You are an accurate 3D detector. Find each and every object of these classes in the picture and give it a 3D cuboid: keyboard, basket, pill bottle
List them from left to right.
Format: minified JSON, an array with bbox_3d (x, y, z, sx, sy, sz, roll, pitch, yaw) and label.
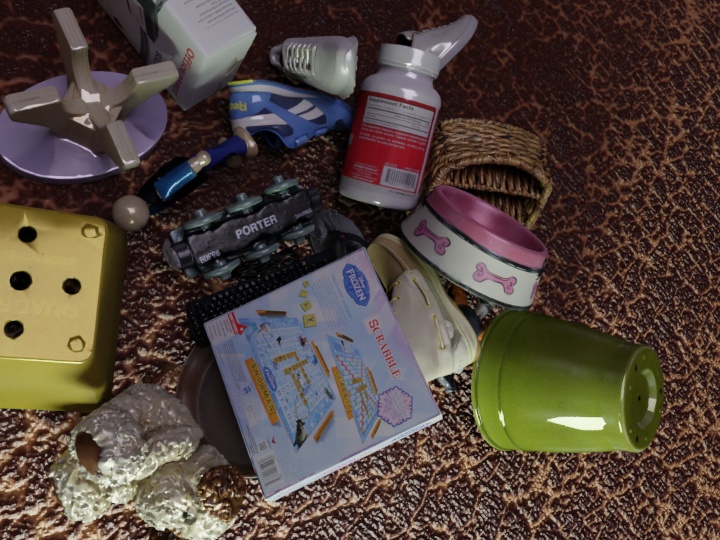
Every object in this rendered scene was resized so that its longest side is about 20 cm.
[{"bbox_3d":[-0.117,0.015,0.805,0.198,0.040,0.104,-21,44,-15],"label":"keyboard"},{"bbox_3d":[0.044,-0.189,0.891,0.111,0.112,0.203,9,100,-24],"label":"pill bottle"},{"bbox_3d":[0.176,-0.118,0.963,0.197,0.142,0.151,6,73,-24],"label":"basket"}]

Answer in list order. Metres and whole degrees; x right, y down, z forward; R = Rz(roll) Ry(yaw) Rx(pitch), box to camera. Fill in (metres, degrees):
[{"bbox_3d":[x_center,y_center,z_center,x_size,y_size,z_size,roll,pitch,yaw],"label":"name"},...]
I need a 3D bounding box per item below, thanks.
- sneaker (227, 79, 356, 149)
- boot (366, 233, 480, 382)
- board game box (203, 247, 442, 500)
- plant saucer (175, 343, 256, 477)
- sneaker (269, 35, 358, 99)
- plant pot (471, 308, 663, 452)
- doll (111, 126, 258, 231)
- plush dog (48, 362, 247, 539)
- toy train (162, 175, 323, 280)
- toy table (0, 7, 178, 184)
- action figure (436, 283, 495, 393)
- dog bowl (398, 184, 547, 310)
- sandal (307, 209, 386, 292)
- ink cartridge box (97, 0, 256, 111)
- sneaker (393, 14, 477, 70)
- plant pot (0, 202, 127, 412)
[{"bbox_3d":[-0.088,-0.200,0.895,0.198,0.074,0.084,2,95,-33],"label":"sneaker"},{"bbox_3d":[0.032,0.056,0.805,0.154,0.072,0.201,-25,69,-30],"label":"boot"},{"bbox_3d":[-0.043,0.107,0.713,0.197,0.041,0.202,-24,70,0],"label":"board game box"},{"bbox_3d":[-0.113,0.138,0.768,0.197,0.032,0.203,-5,61,8],"label":"plant saucer"},{"bbox_3d":[-0.060,-0.268,0.865,0.079,0.200,0.077,5,102,-23],"label":"sneaker"},{"bbox_3d":[0.282,0.154,0.881,0.199,0.191,0.204,-1,91,-45],"label":"plant pot"},{"bbox_3d":[-0.207,-0.108,0.780,0.200,0.136,0.049,-43,107,-40],"label":"doll"},{"bbox_3d":[-0.194,0.201,0.677,0.172,0.200,0.160,47,45,0],"label":"plush dog"},{"bbox_3d":[-0.142,-0.050,0.805,0.199,0.114,0.086,-28,103,-27],"label":"toy train"},{"bbox_3d":[-0.306,-0.181,0.756,0.199,0.117,0.185,-38,95,-30],"label":"toy table"},{"bbox_3d":[0.123,0.052,0.915,0.193,0.104,0.201,-43,106,-42],"label":"action figure"},{"bbox_3d":[0.151,-0.037,0.858,0.198,0.201,0.074,23,110,-20],"label":"dog bowl"},{"bbox_3d":[0.001,0.000,0.899,0.075,0.048,0.202,-35,94,-29],"label":"sandal"},{"bbox_3d":[-0.234,-0.320,0.810,0.084,0.145,0.201,-41,97,-28],"label":"ink cartridge box"},{"bbox_3d":[0.106,-0.351,1.027,0.085,0.073,0.200,47,63,-11],"label":"sneaker"},{"bbox_3d":[-0.331,0.028,0.655,0.198,0.176,0.203,8,73,-24],"label":"plant pot"}]
